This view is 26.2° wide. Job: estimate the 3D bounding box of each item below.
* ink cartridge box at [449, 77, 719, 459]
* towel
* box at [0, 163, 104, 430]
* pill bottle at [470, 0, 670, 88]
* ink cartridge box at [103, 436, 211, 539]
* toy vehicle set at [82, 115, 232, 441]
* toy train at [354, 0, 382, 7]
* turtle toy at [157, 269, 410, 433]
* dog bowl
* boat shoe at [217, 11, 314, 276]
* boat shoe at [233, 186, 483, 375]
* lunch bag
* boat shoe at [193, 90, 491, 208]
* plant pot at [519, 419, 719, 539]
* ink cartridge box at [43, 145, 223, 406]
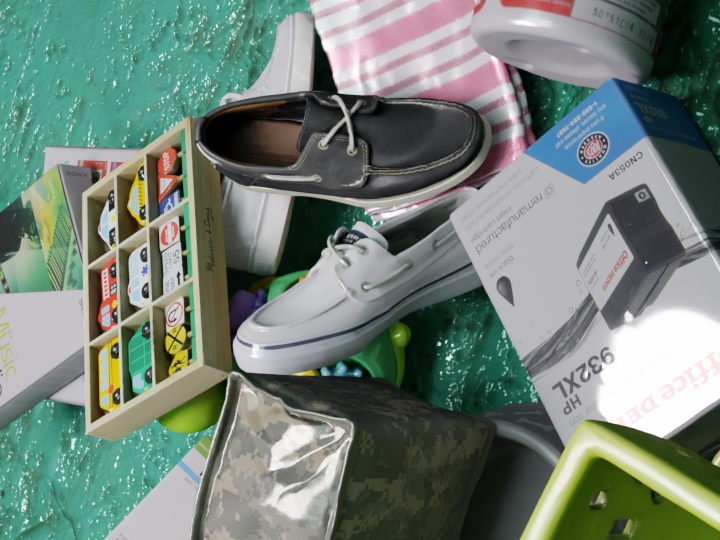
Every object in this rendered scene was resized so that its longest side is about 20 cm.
[{"bbox_3d":[0.163,0.011,0.921,0.145,0.084,0.201,-40,62,29],"label":"ink cartridge box"},{"bbox_3d":[0.035,-0.147,1.053,0.146,0.030,0.201,-20,84,41],"label":"towel"},{"bbox_3d":[-0.263,0.027,1.202,0.200,0.036,0.145,-33,65,34],"label":"box"},{"bbox_3d":[0.145,-0.222,0.936,0.114,0.114,0.201,13,85,40],"label":"pill bottle"},{"bbox_3d":[-0.122,0.239,1.047,0.148,0.076,0.200,42,74,8],"label":"ink cartridge box"},{"bbox_3d":[-0.145,0.005,1.076,0.124,0.026,0.201,-31,51,34],"label":"toy vehicle set"},{"bbox_3d":[0.064,-0.189,1.062,0.199,0.034,0.046,9,102,40],"label":"toy train"},{"bbox_3d":[-0.056,0.066,1.072,0.199,0.101,0.146,-17,74,24],"label":"turtle toy"},{"bbox_3d":[0.093,0.183,0.979,0.199,0.059,0.201,-5,83,40],"label":"dog bowl"},{"bbox_3d":[-0.075,-0.096,1.117,0.068,0.072,0.201,10,81,-1],"label":"boat shoe"},{"bbox_3d":[0.000,0.000,0.986,0.073,0.200,0.067,22,129,46],"label":"boat shoe"},{"bbox_3d":[-0.022,0.170,0.931,0.117,0.164,0.201,18,97,34],"label":"lunch bag"},{"bbox_3d":[-0.014,-0.085,1.019,0.199,0.068,0.072,1,71,22],"label":"boat shoe"},{"bbox_3d":[0.194,0.207,0.810,0.200,0.181,0.200,33,106,37],"label":"plant pot"},{"bbox_3d":[-0.171,0.008,1.203,0.175,0.084,0.201,6,89,41],"label":"ink cartridge box"}]
